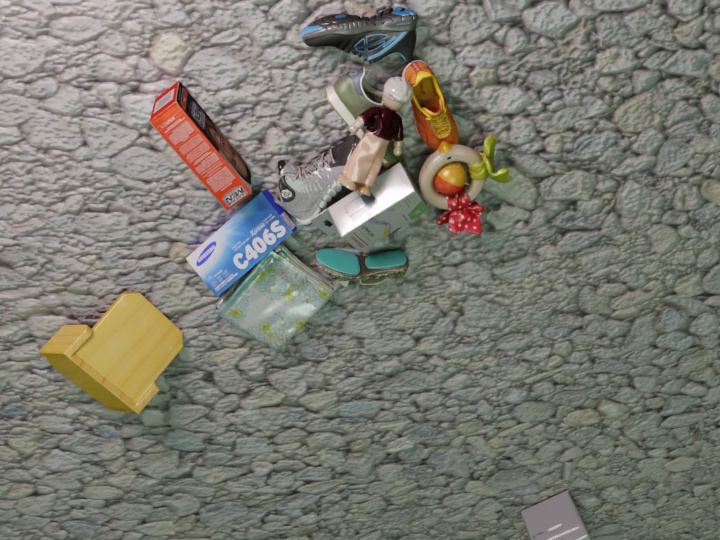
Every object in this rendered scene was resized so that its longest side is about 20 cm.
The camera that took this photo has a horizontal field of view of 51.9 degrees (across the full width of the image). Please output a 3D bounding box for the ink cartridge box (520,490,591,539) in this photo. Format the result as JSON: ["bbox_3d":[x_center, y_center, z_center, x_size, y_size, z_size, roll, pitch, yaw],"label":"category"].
[{"bbox_3d":[0.540,0.725,1.967,0.144,0.147,0.202,-26,123,8],"label":"ink cartridge box"}]

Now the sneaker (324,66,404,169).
[{"bbox_3d":[0.032,-0.268,1.296,0.089,0.068,0.200,-36,118,19],"label":"sneaker"}]

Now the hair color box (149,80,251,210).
[{"bbox_3d":[-0.268,-0.211,1.260,0.061,0.102,0.201,-31,123,11],"label":"hair color box"}]

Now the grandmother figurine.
[{"bbox_3d":[0.028,-0.232,1.253,0.120,0.060,0.203,9,114,-51],"label":"grandmother figurine"}]

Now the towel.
[{"bbox_3d":[-0.169,0.056,1.478,0.170,0.049,0.200,37,109,-27],"label":"towel"}]

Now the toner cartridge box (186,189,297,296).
[{"bbox_3d":[-0.223,-0.051,1.384,0.199,0.043,0.095,-39,96,14],"label":"toner cartridge box"}]

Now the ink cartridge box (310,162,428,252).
[{"bbox_3d":[0.018,-0.103,1.368,0.197,0.068,0.117,-31,160,10],"label":"ink cartridge box"}]

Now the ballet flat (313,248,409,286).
[{"bbox_3d":[0.000,0.000,1.468,0.195,0.069,0.076,0,138,-13],"label":"ballet flat"}]

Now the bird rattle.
[{"bbox_3d":[0.181,-0.165,1.373,0.160,0.114,0.201,17,134,-22],"label":"bird rattle"}]

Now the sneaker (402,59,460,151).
[{"bbox_3d":[0.126,-0.272,1.304,0.072,0.078,0.201,-29,132,8],"label":"sneaker"}]

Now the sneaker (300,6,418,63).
[{"bbox_3d":[0.000,-0.378,1.219,0.195,0.074,0.083,-6,124,-6],"label":"sneaker"}]

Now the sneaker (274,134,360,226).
[{"bbox_3d":[-0.088,-0.180,1.329,0.114,0.076,0.201,29,114,-23],"label":"sneaker"}]

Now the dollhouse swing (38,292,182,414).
[{"bbox_3d":[-0.491,0.155,1.490,0.179,0.178,0.200,-4,137,45],"label":"dollhouse swing"}]
